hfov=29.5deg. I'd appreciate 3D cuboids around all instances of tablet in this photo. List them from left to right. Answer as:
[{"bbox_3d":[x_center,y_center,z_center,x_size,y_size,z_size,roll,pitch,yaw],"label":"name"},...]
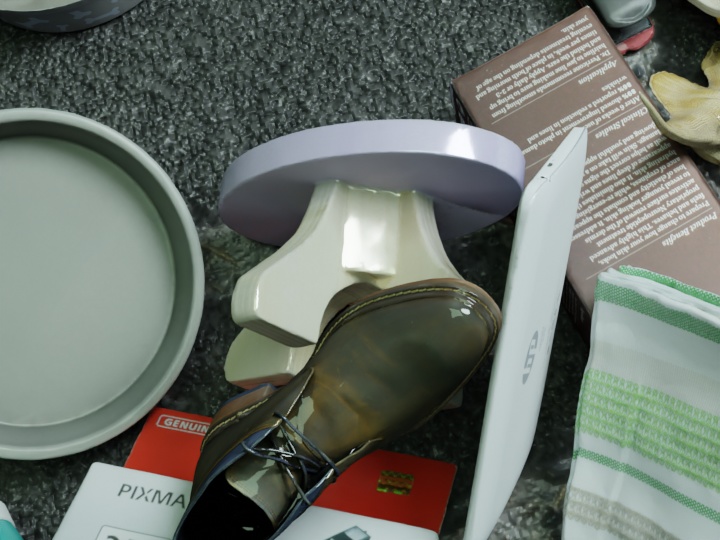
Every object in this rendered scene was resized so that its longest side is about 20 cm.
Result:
[{"bbox_3d":[0.087,0.036,0.710,0.014,0.130,0.202,13,113,16],"label":"tablet"}]

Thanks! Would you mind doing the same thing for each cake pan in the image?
[{"bbox_3d":[-0.192,0.008,0.800,0.198,0.037,0.203,-1,92,-16],"label":"cake pan"}]

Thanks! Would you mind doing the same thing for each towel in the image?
[{"bbox_3d":[0.162,0.111,0.693,0.149,0.030,0.203,22,109,49],"label":"towel"}]

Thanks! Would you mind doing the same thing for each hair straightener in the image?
[{"bbox_3d":[0.133,-0.237,0.864,0.041,0.077,0.202,-21,71,2],"label":"hair straightener"}]

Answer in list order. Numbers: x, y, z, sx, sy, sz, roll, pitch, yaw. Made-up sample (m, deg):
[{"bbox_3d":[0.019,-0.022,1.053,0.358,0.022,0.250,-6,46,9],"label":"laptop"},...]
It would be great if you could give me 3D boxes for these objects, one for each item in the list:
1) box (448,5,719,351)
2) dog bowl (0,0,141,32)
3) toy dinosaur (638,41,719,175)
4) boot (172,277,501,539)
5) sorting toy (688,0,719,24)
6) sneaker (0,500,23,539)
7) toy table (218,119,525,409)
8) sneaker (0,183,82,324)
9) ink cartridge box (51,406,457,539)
[{"bbox_3d":[0.143,-0.043,0.805,0.099,0.075,0.201,-28,69,-2],"label":"box"},{"bbox_3d":[-0.204,-0.253,0.926,0.197,0.059,0.203,-2,72,6],"label":"dog bowl"},{"bbox_3d":[0.205,-0.080,0.784,0.101,0.200,0.058,38,123,10],"label":"toy dinosaur"},{"bbox_3d":[-0.015,0.082,0.656,0.075,0.097,0.199,44,126,-14],"label":"boot"},{"bbox_3d":[0.264,-0.241,0.840,0.179,0.107,0.200,-29,52,-19],"label":"sorting toy"},{"bbox_3d":[-0.257,0.236,0.770,0.199,0.084,0.121,-38,62,-6],"label":"sneaker"},{"bbox_3d":[0.000,0.000,0.766,0.199,0.183,0.119,-18,59,48],"label":"toy table"},{"bbox_3d":[-0.218,0.003,0.841,0.077,0.070,0.202,15,75,17],"label":"sneaker"},{"bbox_3d":[-0.054,0.138,0.744,0.198,0.044,0.174,9,41,10],"label":"ink cartridge box"}]
